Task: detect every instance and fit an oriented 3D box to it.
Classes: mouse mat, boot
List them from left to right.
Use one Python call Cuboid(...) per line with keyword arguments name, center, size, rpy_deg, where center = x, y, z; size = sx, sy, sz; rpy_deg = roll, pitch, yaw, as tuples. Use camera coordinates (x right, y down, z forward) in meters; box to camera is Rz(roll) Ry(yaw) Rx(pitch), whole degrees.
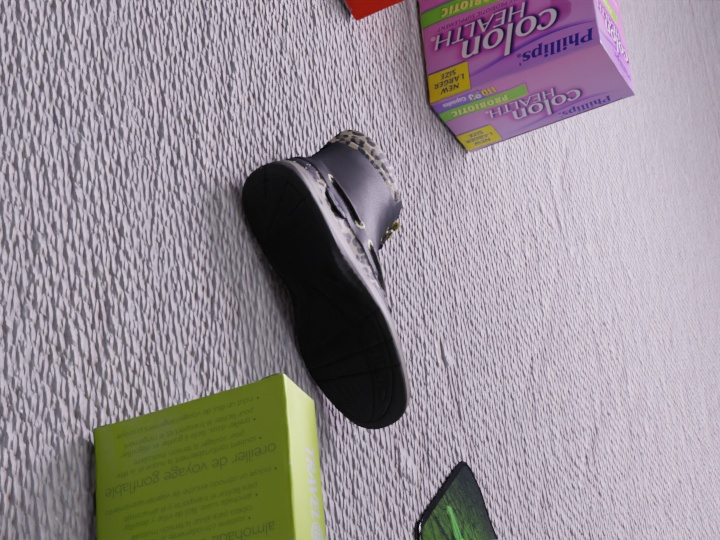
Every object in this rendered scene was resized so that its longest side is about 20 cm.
Cuboid(name="boot", center=(0.001, -0.001, 1.358), size=(0.204, 0.073, 0.154), rpy_deg=(65, 26, -8))
Cuboid(name="mouse mat", center=(0.099, 0.264, 1.487), size=(0.200, 0.008, 0.161), rpy_deg=(69, 21, -9))

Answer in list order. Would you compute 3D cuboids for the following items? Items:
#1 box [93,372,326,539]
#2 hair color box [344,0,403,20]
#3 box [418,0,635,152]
Cuboid(name="box", center=(-0.077, 0.162, 0.966), size=(0.048, 0.122, 0.200), rpy_deg=(45, 33, -53))
Cuboid(name="hair color box", center=(0.004, -0.326, 1.668), size=(0.111, 0.064, 0.200), rpy_deg=(56, 27, -32))
Cuboid(name="box", center=(0.155, -0.243, 1.816), size=(0.097, 0.176, 0.200), rpy_deg=(44, 34, -51))
